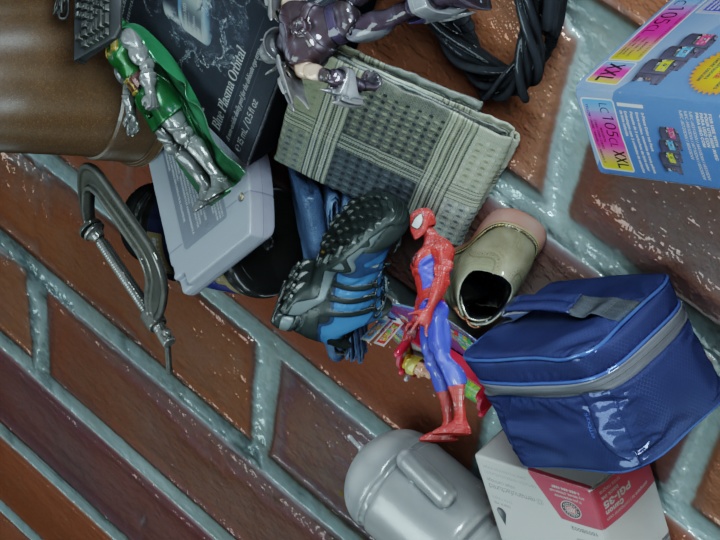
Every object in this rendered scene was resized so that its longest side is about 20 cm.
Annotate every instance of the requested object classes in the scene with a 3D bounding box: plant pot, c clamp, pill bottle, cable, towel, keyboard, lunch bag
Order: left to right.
[{"bbox_3d":[-0.306,-0.195,1.796,0.200,0.198,0.201,12,104,57],"label":"plant pot"},{"bbox_3d":[-0.242,-0.279,1.655,0.127,0.021,0.200,-23,63,53],"label":"keyboard"},{"bbox_3d":[-0.242,-0.007,1.920,0.200,0.027,0.171,56,156,20],"label":"c clamp"},{"bbox_3d":[-0.151,-0.038,1.893,0.200,0.112,0.112,9,128,47],"label":"pill bottle"},{"bbox_3d":[-0.029,-0.017,1.791,0.112,0.048,0.200,-113,11,-52],"label":"towel"},{"bbox_3d":[0.028,-0.111,1.603,0.192,0.035,0.200,25,151,1],"label":"towel"},{"bbox_3d":[0.090,-0.218,1.467,0.163,0.051,0.200,35,144,27],"label":"cable"},{"bbox_3d":[0.184,0.075,1.551,0.200,0.136,0.133,-5,116,55],"label":"lunch bag"}]

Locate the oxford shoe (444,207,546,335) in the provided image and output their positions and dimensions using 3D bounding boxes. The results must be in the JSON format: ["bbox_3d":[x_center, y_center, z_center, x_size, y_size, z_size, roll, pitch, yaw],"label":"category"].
[{"bbox_3d":[0.096,0.020,1.655,0.071,0.074,0.200,27,147,0],"label":"oxford shoe"}]

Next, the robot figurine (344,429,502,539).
[{"bbox_3d":[0.064,0.237,1.882,0.200,0.113,0.170,39,153,21],"label":"robot figurine"}]

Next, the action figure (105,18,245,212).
[{"bbox_3d":[-0.180,-0.149,1.667,0.200,0.055,0.118,57,153,1],"label":"action figure"}]

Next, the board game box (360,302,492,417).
[{"bbox_3d":[0.075,0.094,1.735,0.158,0.039,0.200,45,164,-25],"label":"board game box"}]

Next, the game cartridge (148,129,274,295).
[{"bbox_3d":[-0.143,-0.093,1.789,0.133,0.040,0.200,-38,56,39],"label":"game cartridge"}]

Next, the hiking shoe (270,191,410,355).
[{"bbox_3d":[0.000,0.000,1.685,0.087,0.075,0.200,27,139,-16],"label":"hiking shoe"}]

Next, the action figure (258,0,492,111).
[{"bbox_3d":[-0.003,-0.196,1.456,0.200,0.069,0.130,-21,82,34],"label":"action figure"}]

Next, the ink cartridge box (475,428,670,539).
[{"bbox_3d":[0.206,0.241,1.734,0.146,0.083,0.200,12,130,45],"label":"ink cartridge box"}]

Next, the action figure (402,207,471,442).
[{"bbox_3d":[0.061,0.044,1.614,0.065,0.052,0.200,124,144,-74],"label":"action figure"}]

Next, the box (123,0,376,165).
[{"bbox_3d":[-0.105,-0.235,1.639,0.200,0.117,0.197,46,148,13],"label":"box"}]

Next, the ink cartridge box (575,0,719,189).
[{"bbox_3d":[0.265,-0.120,1.256,0.200,0.136,0.076,14,137,45],"label":"ink cartridge box"}]
